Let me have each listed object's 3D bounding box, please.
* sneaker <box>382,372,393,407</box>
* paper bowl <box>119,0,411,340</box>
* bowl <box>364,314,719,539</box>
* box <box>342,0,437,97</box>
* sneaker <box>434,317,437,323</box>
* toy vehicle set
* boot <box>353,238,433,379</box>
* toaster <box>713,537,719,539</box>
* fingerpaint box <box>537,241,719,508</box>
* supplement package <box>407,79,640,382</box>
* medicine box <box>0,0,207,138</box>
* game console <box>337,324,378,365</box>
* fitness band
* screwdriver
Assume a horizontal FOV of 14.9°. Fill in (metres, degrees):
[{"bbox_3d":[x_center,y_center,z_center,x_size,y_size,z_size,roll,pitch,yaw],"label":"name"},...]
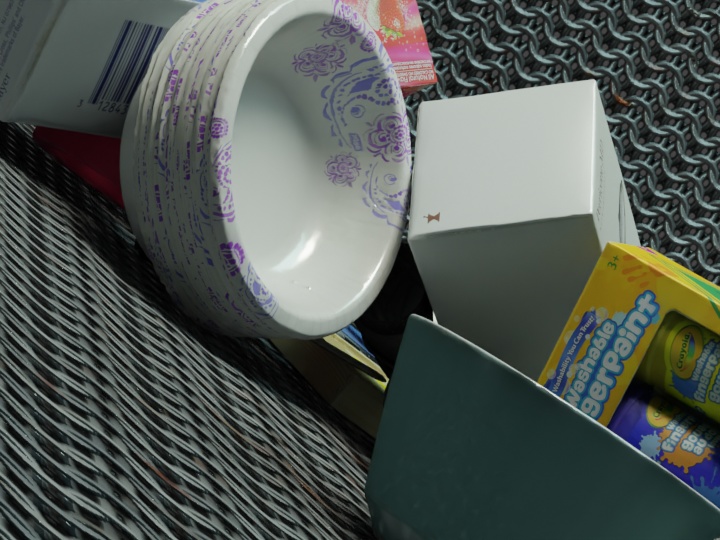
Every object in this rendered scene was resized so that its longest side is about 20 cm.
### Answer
[{"bbox_3d":[0.042,0.101,1.675,0.088,0.074,0.200,34,-12,33],"label":"sneaker"},{"bbox_3d":[-0.064,-0.061,1.608,0.104,0.202,0.201,1,-21,33],"label":"paper bowl"},{"bbox_3d":[0.080,0.118,1.363,0.200,0.105,0.201,34,-3,2],"label":"bowl"},{"bbox_3d":[-0.058,-0.146,1.820,0.199,0.099,0.096,-9,81,-45],"label":"box"},{"bbox_3d":[0.068,0.047,2.059,0.075,0.084,0.201,77,-13,-66],"label":"sneaker"},{"bbox_3d":[0.021,0.095,1.847,0.200,0.027,0.124,38,4,-39],"label":"toy vehicle set"},{"bbox_3d":[0.000,0.000,1.767,0.132,0.070,0.201,67,0,-52],"label":"boot"},{"bbox_3d":[0.187,0.222,1.226,0.200,0.119,0.181,40,2,-4],"label":"toaster"},{"bbox_3d":[0.177,0.110,1.598,0.166,0.201,0.073,31,10,25],"label":"fingerpaint box"},{"bbox_3d":[0.109,-0.004,1.714,0.200,0.117,0.117,68,21,-46],"label":"supplement package"},{"bbox_3d":[-0.191,-0.168,1.674,0.200,0.103,0.182,38,19,34],"label":"medicine box"},{"bbox_3d":[-0.011,-0.007,2.079,0.176,0.117,0.200,40,4,-14],"label":"game console"},{"bbox_3d":[-0.119,-0.041,1.741,0.200,0.038,0.144,34,-3,-18],"label":"fitness band"},{"bbox_3d":[-0.056,0.024,1.702,0.199,0.028,0.029,29,-33,-25],"label":"screwdriver"}]
